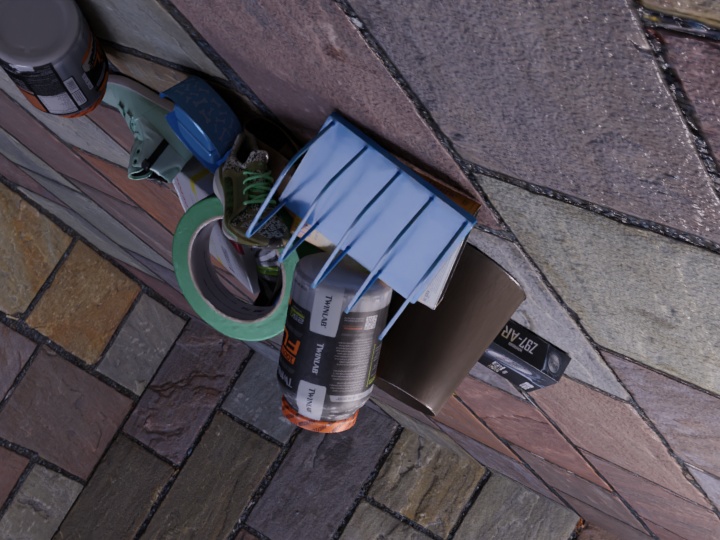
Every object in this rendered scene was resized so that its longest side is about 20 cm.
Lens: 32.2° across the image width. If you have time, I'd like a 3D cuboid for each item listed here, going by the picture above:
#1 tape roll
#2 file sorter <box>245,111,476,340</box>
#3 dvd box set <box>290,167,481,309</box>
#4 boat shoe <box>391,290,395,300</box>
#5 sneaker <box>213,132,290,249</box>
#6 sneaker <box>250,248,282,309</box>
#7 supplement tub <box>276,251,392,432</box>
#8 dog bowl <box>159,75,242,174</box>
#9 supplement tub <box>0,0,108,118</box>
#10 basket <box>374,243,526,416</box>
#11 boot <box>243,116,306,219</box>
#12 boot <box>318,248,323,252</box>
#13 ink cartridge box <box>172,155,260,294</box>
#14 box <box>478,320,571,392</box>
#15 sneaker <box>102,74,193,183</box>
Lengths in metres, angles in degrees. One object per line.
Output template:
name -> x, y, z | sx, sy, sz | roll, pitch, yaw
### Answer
tape roll -> -0.150, -0.008, 1.623 | 0.200, 0.201, 0.048 | 28, -149, 15
file sorter -> -0.005, -0.045, 1.368 | 0.200, 0.123, 0.139 | 38, 127, 3
dvd box set -> 0.025, -0.059, 1.440 | 0.200, 0.029, 0.147 | 28, 127, 11
boat shoe -> 0.000, 0.000, 1.626 | 0.062, 0.072, 0.200 | 37, 156, 41
sneaker -> -0.130, -0.098, 1.487 | 0.077, 0.089, 0.200 | -2, -144, -23
sneaker -> -0.109, -0.014, 1.670 | 0.083, 0.071, 0.200 | 34, 126, 19
supplement tub -> -0.035, 0.088, 1.527 | 0.122, 0.201, 0.123 | 9, -159, -4
dog bowl -> -0.199, -0.187, 1.606 | 0.111, 0.050, 0.200 | 46, 169, 4
supplement tub -> -0.395, -0.275, 1.603 | 0.122, 0.123, 0.200 | 30, 169, 8
basket -> 0.097, 0.075, 1.619 | 0.180, 0.200, 0.136 | 39, 166, -32
boot -> -0.077, -0.117, 1.550 | 0.200, 0.074, 0.076 | 40, 162, 22
boot -> -0.029, -0.050, 1.730 | 0.200, 0.076, 0.074 | 18, 162, 47
ink cartridge box -> -0.179, -0.080, 1.762 | 0.200, 0.083, 0.146 | 38, 151, 50
box -> 0.220, 0.119, 1.897 | 0.160, 0.044, 0.200 | 32, 169, 0
sneaker -> -0.322, -0.197, 1.764 | 0.200, 0.118, 0.074 | 28, 170, 24
